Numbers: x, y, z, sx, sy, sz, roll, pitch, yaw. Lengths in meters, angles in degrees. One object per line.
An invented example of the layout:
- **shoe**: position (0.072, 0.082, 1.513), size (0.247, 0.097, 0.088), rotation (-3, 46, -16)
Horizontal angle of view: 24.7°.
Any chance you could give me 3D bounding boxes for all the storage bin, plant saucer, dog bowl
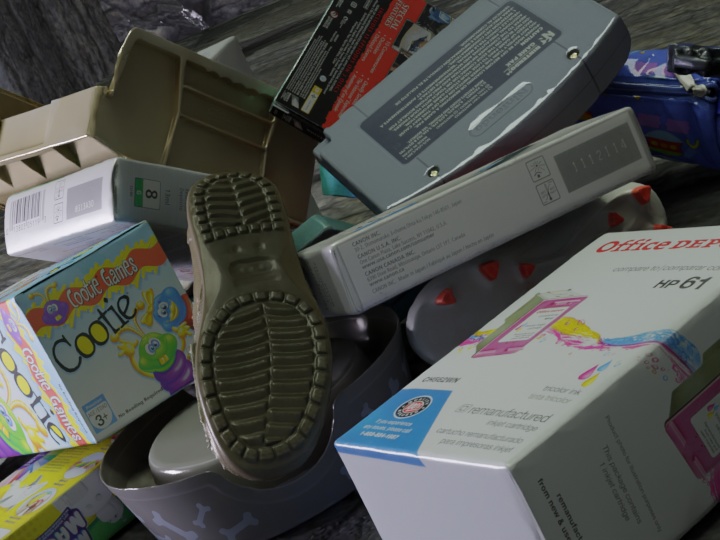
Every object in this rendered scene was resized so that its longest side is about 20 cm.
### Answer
- **storage bin**: position (-0.163, -0.087, 1.203), size (0.199, 0.198, 0.095), rotation (-8, 68, 47)
- **plant saucer**: position (0.000, 0.000, 1.049), size (0.070, 0.019, 0.200), rotation (-39, -22, 19)
- **dog bowl**: position (-0.054, 0.096, 0.979), size (0.199, 0.059, 0.200), rotation (-25, 16, 8)

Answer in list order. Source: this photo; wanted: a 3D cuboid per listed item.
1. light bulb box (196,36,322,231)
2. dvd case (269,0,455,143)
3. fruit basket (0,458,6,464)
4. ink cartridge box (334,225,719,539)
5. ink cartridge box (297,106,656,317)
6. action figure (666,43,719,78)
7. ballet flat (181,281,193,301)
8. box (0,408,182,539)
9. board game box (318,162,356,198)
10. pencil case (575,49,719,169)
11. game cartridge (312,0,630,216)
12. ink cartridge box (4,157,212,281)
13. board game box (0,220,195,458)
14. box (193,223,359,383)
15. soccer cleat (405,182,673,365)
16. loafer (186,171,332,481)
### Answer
- **light bulb box**: position (-0.163, -0.066, 1.426), size (0.199, 0.199, 0.125), rotation (-22, 14, 13)
- **dvd case**: position (0.050, -0.121, 1.192), size (0.147, 0.199, 0.022), rotation (-63, 4, -28)
- **fruit basket**: position (-0.361, 0.173, 1.245), size (0.198, 0.094, 0.185), rotation (-7, 20, 13)
- **ink cartridge box**: position (0.110, 0.062, 0.759), size (0.199, 0.085, 0.144), rotation (-34, 16, -28)
- **ink cartridge box**: position (0.051, -0.028, 0.976), size (0.199, 0.045, 0.176), rotation (-25, 3, -17)
- **action figure**: position (0.257, -0.067, 0.904), size (0.198, 0.105, 0.193), rotation (9, 26, 24)
- **ballet flat**: position (-0.148, -0.001, 1.335), size (0.200, 0.062, 0.067), rotation (-46, -2, 3)
- **box**: position (-0.197, 0.152, 1.063), size (0.200, 0.049, 0.117), rotation (-39, 18, -30)
- **board game box**: position (0.072, -0.089, 1.308), size (0.151, 0.045, 0.200), rotation (-12, 8, -23)
- **pencil case**: position (0.175, -0.121, 1.122), size (0.199, 0.079, 0.087), rotation (11, -8, 29)
- **game cartridge**: position (0.075, -0.110, 1.074), size (0.200, 0.042, 0.133), rotation (-40, 44, -5)
- **ink cartridge box**: position (-0.125, -0.030, 1.149), size (0.199, 0.051, 0.160), rotation (6, -12, -37)
- **board game box**: position (-0.193, 0.051, 1.082), size (0.105, 0.104, 0.200), rotation (-32, 8, -30)
- **box**: position (-0.043, 0.017, 1.249), size (0.199, 0.041, 0.156), rotation (-19, 17, 32)
- **soccer cleat**: position (0.104, 0.006, 1.001), size (0.199, 0.070, 0.077), rotation (-29, 6, -26)
- **loafer**: position (-0.057, 0.035, 0.904), size (0.075, 0.068, 0.201), rotation (-4, 51, -5)
